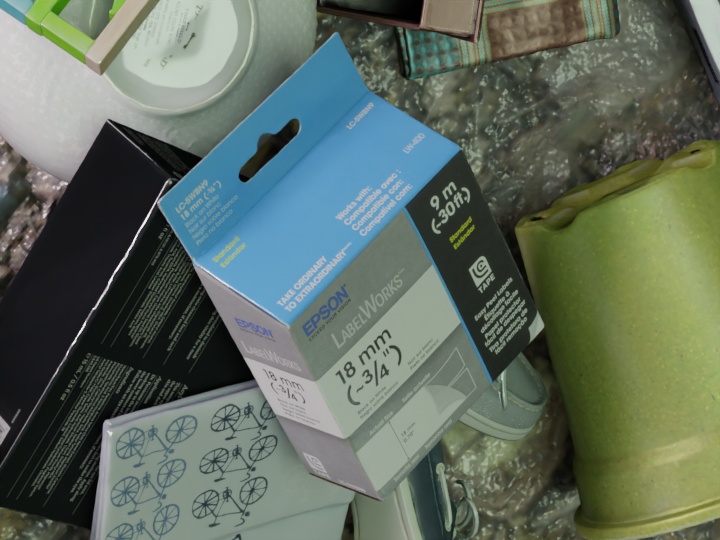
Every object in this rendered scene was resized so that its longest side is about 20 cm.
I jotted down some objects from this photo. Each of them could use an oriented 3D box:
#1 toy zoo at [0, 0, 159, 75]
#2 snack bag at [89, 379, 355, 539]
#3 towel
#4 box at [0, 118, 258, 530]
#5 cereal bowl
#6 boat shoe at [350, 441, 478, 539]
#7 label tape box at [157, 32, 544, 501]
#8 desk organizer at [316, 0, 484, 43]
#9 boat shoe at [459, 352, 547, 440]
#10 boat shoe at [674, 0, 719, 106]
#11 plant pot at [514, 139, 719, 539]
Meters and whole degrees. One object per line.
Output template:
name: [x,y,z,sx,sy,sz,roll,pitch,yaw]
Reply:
toy zoo: [-0.177,-0.208,1.308,0.200,0.020,0.131,35,76,7]
snack bag: [-0.076,0.145,1.393,0.188,0.021,0.200,-14,129,-37]
towel: [0.075,-0.220,1.452,0.146,0.022,0.200,-13,104,-17]
box: [-0.119,0.038,1.352,0.141,0.079,0.200,23,103,-42]
cereal bowl: [-0.112,-0.134,1.364,0.200,0.083,0.200,-4,102,-20]
boat shoe: [0.028,0.140,1.469,0.062,0.075,0.200,-16,92,-38]
label tape box: [0.000,0.000,1.319,0.144,0.063,0.200,-46,129,-24]
desk organizer: [0.033,-0.232,1.386,0.077,0.072,0.200,5,99,-19]
boat shoe: [0.045,0.015,1.446,0.065,0.074,0.202,-32,107,27]
boat shoe: [0.243,-0.126,1.504,0.068,0.074,0.200,-27,99,1]
plant pot: [0.184,0.031,1.460,0.200,0.200,0.184,-24,96,-15]
